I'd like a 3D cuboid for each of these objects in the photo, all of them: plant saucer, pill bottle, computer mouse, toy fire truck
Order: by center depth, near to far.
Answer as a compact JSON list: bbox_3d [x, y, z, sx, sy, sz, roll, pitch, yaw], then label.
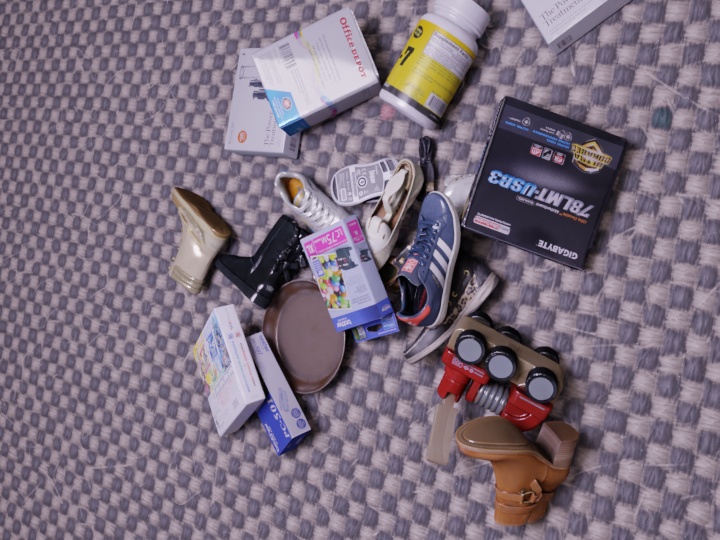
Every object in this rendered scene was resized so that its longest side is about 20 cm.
[{"bbox_3d":[0.186,0.196,1.023,0.173,0.129,0.203,27,115,8],"label":"toy fire truck"},{"bbox_3d":[0.125,-0.349,1.134,0.114,0.114,0.203,36,101,27],"label":"pill bottle"},{"bbox_3d":[0.040,-0.162,1.204,0.195,0.044,0.113,-9,84,23],"label":"computer mouse"},{"bbox_3d":[-0.099,0.119,1.243,0.197,0.032,0.206,-1,88,36],"label":"plant saucer"}]

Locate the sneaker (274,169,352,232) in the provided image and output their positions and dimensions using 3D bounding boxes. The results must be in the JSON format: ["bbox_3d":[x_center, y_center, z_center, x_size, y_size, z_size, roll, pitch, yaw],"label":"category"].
[{"bbox_3d":[-0.082,-0.107,1.243,0.199,0.080,0.077,42,102,25],"label":"sneaker"}]

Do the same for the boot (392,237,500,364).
[{"bbox_3d":[0.108,0.035,1.098,0.151,0.073,0.200,45,103,4],"label":"boot"}]

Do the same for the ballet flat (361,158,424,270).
[{"bbox_3d":[0.039,-0.093,1.123,0.066,0.062,0.204,22,84,26],"label":"ballet flat"}]

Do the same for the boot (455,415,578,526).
[{"bbox_3d":[0.209,0.292,0.968,0.074,0.195,0.158,-117,37,-61],"label":"boot"}]

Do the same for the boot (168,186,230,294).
[{"bbox_3d":[-0.352,-0.065,1.397,0.200,0.072,0.158,42,113,34],"label":"boot"}]

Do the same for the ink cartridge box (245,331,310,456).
[{"bbox_3d":[-0.165,0.224,1.246,0.202,0.044,0.094,60,144,19],"label":"ink cartridge box"}]

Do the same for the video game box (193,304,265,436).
[{"bbox_3d":[-0.249,0.189,1.270,0.200,0.046,0.185,-49,61,53],"label":"video game box"}]

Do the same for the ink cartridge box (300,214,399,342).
[{"bbox_3d":[-0.018,0.022,1.128,0.118,0.042,0.204,-20,95,46],"label":"ink cartridge box"}]

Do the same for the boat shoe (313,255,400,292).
[{"bbox_3d":[0.000,0.000,1.187,0.196,0.073,0.078,-4,82,29],"label":"boat shoe"}]

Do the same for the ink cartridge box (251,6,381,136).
[{"bbox_3d":[-0.074,-0.353,1.223,0.196,0.085,0.148,-23,86,8],"label":"ink cartridge box"}]

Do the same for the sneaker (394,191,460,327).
[{"bbox_3d":[0.093,-0.017,1.011,0.074,0.083,0.206,6,93,49],"label":"sneaker"}]

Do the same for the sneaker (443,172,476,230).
[{"bbox_3d":[0.184,-0.138,1.099,0.198,0.072,0.086,-36,71,23],"label":"sneaker"}]

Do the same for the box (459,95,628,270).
[{"bbox_3d":[0.269,-0.128,1.016,0.196,0.050,0.203,20,92,0],"label":"box"}]

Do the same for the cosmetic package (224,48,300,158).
[{"bbox_3d":[-0.180,-0.327,1.334,0.148,0.051,0.205,8,88,32],"label":"cosmetic package"}]

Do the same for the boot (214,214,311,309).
[{"bbox_3d":[-0.181,-0.033,1.294,0.164,0.073,0.197,-56,42,-1],"label":"boot"}]

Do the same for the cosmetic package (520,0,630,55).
[{"bbox_3d":[0.346,-0.462,1.059,0.198,0.051,0.153,-34,66,22],"label":"cosmetic package"}]
